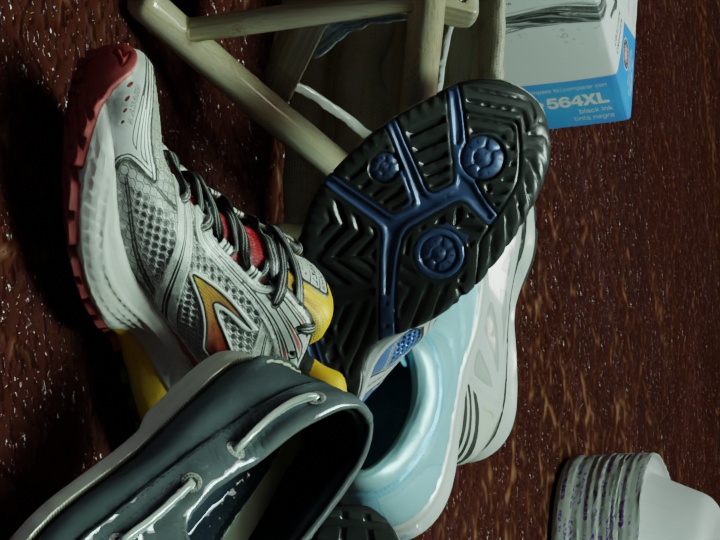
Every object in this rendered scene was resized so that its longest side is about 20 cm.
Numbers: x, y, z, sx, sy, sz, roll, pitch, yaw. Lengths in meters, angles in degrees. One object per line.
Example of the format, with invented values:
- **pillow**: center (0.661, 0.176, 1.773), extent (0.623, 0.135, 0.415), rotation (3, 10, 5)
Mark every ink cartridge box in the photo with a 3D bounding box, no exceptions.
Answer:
- **ink cartridge box**: center (0.118, -0.209, 1.625), extent (0.200, 0.084, 0.146), rotation (69, 23, -48)

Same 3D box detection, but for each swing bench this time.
- **swing bench**: center (0.002, -0.139, 1.105), extent (0.200, 0.129, 0.200), rotation (61, 27, -55)

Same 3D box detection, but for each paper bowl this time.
- **paper bowl**: center (0.198, 0.225, 1.767), extent (0.201, 0.104, 0.201), rotation (-3, 90, -74)

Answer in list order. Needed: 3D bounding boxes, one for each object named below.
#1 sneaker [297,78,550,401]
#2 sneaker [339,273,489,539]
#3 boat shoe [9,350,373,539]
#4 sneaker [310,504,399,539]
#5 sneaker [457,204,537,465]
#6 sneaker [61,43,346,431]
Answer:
- **sneaker**: center (0.000, 0.000, 1.039), extent (0.076, 0.200, 0.077), rotation (40, 11, -6)
- **sneaker**: center (0.019, 0.024, 1.226), extent (0.082, 0.074, 0.201), rotation (60, 29, -64)
- **boat shoe**: center (-0.064, 0.100, 0.842), extent (0.200, 0.062, 0.073), rotation (-50, 138, -40)
- **sneaker**: center (-0.012, 0.201, 1.106), extent (0.088, 0.075, 0.201), rotation (79, 12, -84)
- **sneaker**: center (0.046, 0.004, 1.322), extent (0.115, 0.075, 0.201), rotation (-8, 96, -76)
- **sneaker**: center (-0.056, -0.004, 0.933), extent (0.078, 0.082, 0.200), rotation (-96, 170, -47)
